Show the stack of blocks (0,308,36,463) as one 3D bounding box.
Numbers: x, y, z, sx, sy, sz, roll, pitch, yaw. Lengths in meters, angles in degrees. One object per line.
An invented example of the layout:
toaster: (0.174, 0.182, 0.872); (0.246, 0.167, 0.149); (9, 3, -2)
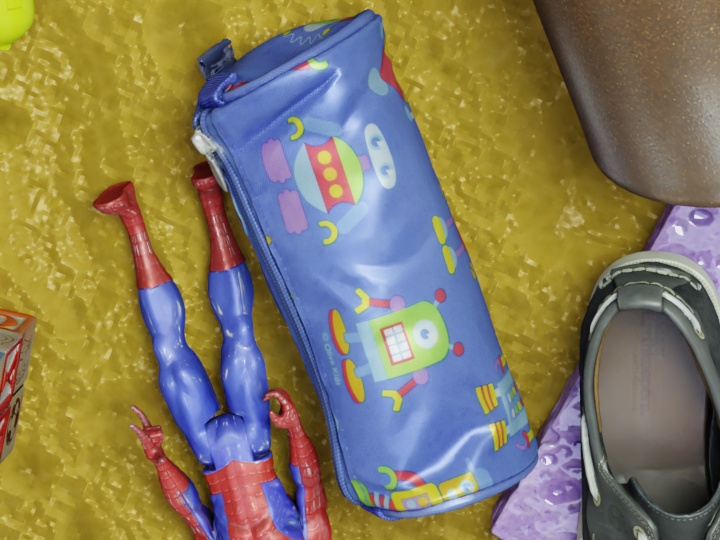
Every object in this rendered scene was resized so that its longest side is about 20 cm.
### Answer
stack of blocks: (-0.238, 0.037, 1.037); (0.199, 0.115, 0.059); (13, 104, 3)

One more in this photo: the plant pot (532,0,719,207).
plant pot: (0.127, -0.143, 0.924); (0.199, 0.201, 0.199); (-14, 118, 8)

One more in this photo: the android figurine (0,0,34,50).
android figurine: (-0.219, -0.112, 1.039); (0.181, 0.041, 0.201); (-5, 102, 6)

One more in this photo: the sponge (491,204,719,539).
sponge: (0.145, 0.045, 1.050); (0.111, 0.030, 0.201); (28, 104, -1)

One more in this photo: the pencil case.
pencil case: (0.000, 0.000, 1.026); (0.087, 0.078, 0.201); (-24, 100, -14)

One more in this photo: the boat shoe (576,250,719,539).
boat shoe: (0.116, 0.097, 1.012); (0.071, 0.068, 0.201); (-7, 100, 5)

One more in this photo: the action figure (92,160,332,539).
action figure: (-0.055, 0.061, 1.063); (0.065, 0.052, 0.201); (-15, 104, 4)
